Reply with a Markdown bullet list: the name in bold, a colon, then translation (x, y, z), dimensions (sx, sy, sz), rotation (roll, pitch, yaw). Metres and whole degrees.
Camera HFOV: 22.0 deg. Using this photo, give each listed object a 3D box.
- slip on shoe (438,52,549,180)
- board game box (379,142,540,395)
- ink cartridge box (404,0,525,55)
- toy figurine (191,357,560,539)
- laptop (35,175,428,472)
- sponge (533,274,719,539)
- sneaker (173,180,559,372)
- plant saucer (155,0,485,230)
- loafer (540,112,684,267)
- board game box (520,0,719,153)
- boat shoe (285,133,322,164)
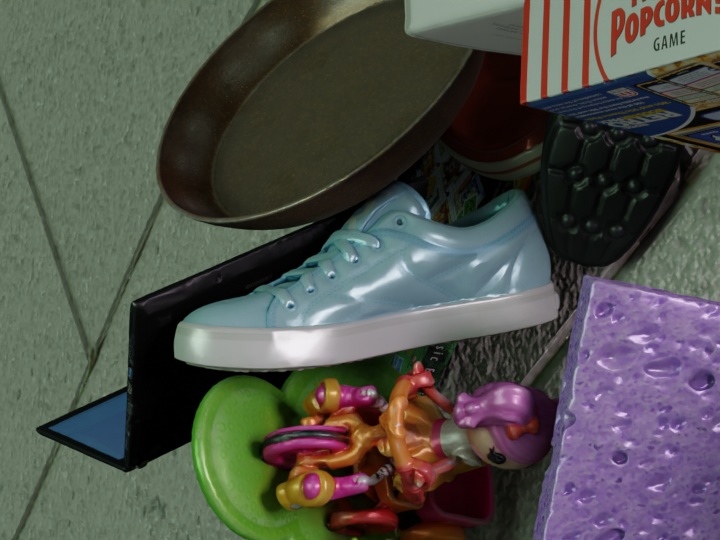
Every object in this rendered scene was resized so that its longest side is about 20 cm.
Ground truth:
- **slip on shoe**: translation (0.053, -0.120, 0.996), dimensions (0.074, 0.061, 0.200), rotation (-33, 48, 6)
- **board game box**: translation (0.030, 0.002, 1.049), dimensions (0.105, 0.023, 0.200), rotation (49, 121, 46)
- **ink cartridge box**: translation (0.109, -0.175, 0.738), dimensions (0.200, 0.085, 0.146), rotation (-7, 84, 49)
- **toy figurine**: translation (0.053, 0.080, 0.880), dimensions (0.184, 0.200, 0.150), rotation (-22, 60, 37)
- **laptop**: translation (-0.074, 0.023, 0.992), dimensions (0.103, 0.177, 0.200), rotation (47, 147, 30)
- **sponge**: translation (0.132, 0.111, 0.806), dimensions (0.030, 0.112, 0.200), rotation (-145, 66, -83)
- **sneaker**: translation (0.000, 0.000, 0.901), dimensions (0.074, 0.200, 0.082), rotation (-2, 97, 64)
- **plant saucer**: translation (-0.014, -0.090, 0.940), dimensions (0.200, 0.034, 0.200), rotation (-25, 36, 19)
- **loafer**: translation (0.132, -0.101, 0.904), dimensions (0.070, 0.068, 0.201), rotation (-65, -14, -73)
- **board game box**: translation (0.185, -0.077, 0.699), dimensions (0.151, 0.200, 0.046), rotation (-10, 74, 52)
- **boat shoe**: translation (-0.009, -0.069, 1.046), dimensions (0.066, 0.075, 0.199), rotation (-45, 1, -1)
